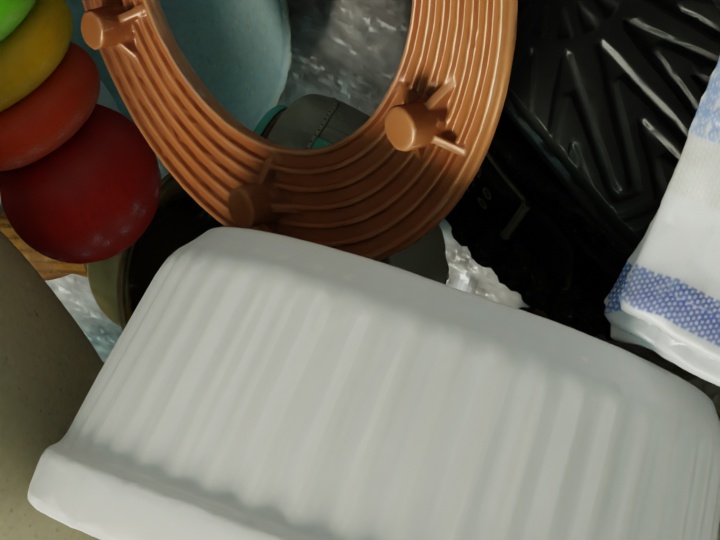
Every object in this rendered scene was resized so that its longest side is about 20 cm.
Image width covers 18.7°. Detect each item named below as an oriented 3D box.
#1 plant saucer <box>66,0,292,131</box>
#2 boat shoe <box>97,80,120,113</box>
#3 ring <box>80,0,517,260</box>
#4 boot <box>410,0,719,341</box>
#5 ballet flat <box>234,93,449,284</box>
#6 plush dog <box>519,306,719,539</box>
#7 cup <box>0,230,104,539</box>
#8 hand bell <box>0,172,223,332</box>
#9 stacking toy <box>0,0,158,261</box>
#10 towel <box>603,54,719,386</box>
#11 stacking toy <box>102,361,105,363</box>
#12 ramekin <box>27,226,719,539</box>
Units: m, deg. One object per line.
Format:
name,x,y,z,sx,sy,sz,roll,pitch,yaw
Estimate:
plant saucer,-0.104,-0.126,0.769,0.201,0.039,0.201,23,147,16
boat shoe,-0.189,-0.047,0.823,0.200,0.091,0.071,10,142,30
ring,-0.032,-0.096,0.622,0.200,0.019,0.201,25,123,44
boot,0.048,-0.073,0.675,0.211,0.079,0.158,60,173,3
ballet flat,0.000,0.000,0.758,0.064,0.067,0.200,23,166,11
plush dog,0.088,0.108,0.797,0.160,0.172,0.200,-20,117,0
cup,-0.156,0.067,0.715,0.143,0.200,0.200,31,151,-26
hand bell,-0.108,-0.008,0.910,0.200,0.104,0.104,11,144,52
stacking toy,-0.128,-0.084,0.713,0.085,0.085,0.200,-3,133,42
towel,0.156,-0.044,0.534,0.147,0.024,0.200,29,106,27
stacking toy,-0.040,0.118,0.827,0.200,0.085,0.085,30,147,5
ramekin,0.014,0.058,0.635,0.202,0.094,0.202,20,174,2
